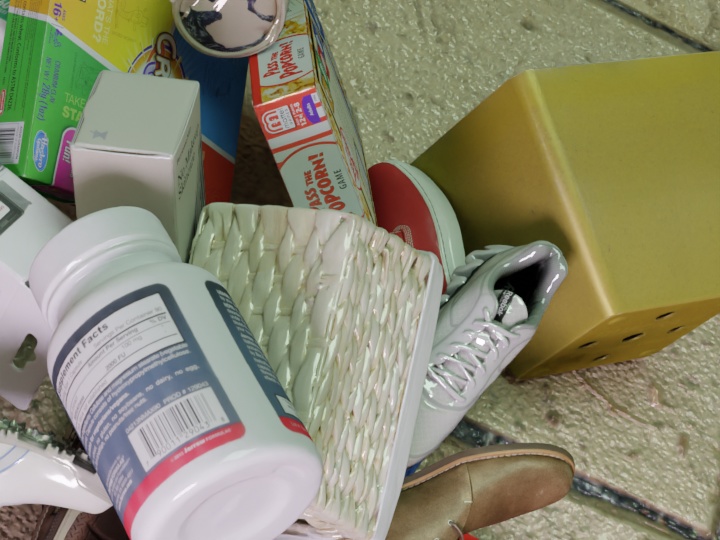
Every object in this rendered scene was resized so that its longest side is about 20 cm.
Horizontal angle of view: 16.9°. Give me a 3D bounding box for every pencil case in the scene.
[{"bbox_3d":[-0.090,-0.225,1.682,0.089,0.078,0.200,17,32,-11],"label":"pencil case"}]

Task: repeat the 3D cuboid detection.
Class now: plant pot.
[{"bbox_3d":[0.170,-0.031,1.771,0.199,0.200,0.177,-8,73,-33],"label":"plant pot"}]

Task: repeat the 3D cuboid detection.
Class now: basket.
[{"bbox_3d":[-0.046,0.062,1.540,0.123,0.135,0.201,37,62,-55],"label":"basket"}]

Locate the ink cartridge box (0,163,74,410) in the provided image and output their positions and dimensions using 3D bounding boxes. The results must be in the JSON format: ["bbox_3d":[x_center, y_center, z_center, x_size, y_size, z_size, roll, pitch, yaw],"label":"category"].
[{"bbox_3d":[-0.260,-0.016,1.562,0.200,0.116,0.068,39,48,2],"label":"ink cartridge box"}]

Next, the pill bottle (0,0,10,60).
[{"bbox_3d":[-0.201,-0.171,1.714,0.113,0.113,0.200,41,47,5],"label":"pill bottle"}]

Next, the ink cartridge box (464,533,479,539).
[{"bbox_3d":[0.083,0.257,1.591,0.162,0.050,0.200,30,50,-6],"label":"ink cartridge box"}]

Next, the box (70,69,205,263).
[{"bbox_3d":[-0.139,-0.026,1.565,0.068,0.201,0.082,7,45,7],"label":"box"}]

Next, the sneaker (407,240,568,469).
[{"bbox_3d":[0.069,0.051,1.628,0.075,0.081,0.200,45,61,-14],"label":"sneaker"}]

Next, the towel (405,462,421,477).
[{"bbox_3d":[-0.037,0.073,1.681,0.200,0.024,0.145,38,46,2],"label":"towel"}]

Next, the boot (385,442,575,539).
[{"bbox_3d":[0.053,0.169,1.593,0.199,0.074,0.076,-14,47,-10],"label":"boot"}]

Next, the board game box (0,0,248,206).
[{"bbox_3d":[-0.160,-0.114,1.643,0.200,0.040,0.154,17,77,-51],"label":"board game box"}]

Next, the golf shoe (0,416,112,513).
[{"bbox_3d":[-0.241,0.131,1.472,0.199,0.078,0.098,14,83,11],"label":"golf shoe"}]

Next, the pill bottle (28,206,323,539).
[{"bbox_3d":[-0.116,0.065,1.429,0.119,0.120,0.200,-9,54,-33],"label":"pill bottle"}]

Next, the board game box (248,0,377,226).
[{"bbox_3d":[-0.034,-0.106,1.694,0.046,0.152,0.200,-18,31,5],"label":"board game box"}]

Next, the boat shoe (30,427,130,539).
[{"bbox_3d":[-0.174,0.140,1.538,0.075,0.075,0.203,10,50,25],"label":"boat shoe"}]

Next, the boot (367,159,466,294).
[{"bbox_3d":[0.000,0.000,1.709,0.144,0.072,0.201,5,51,-30],"label":"boot"}]
